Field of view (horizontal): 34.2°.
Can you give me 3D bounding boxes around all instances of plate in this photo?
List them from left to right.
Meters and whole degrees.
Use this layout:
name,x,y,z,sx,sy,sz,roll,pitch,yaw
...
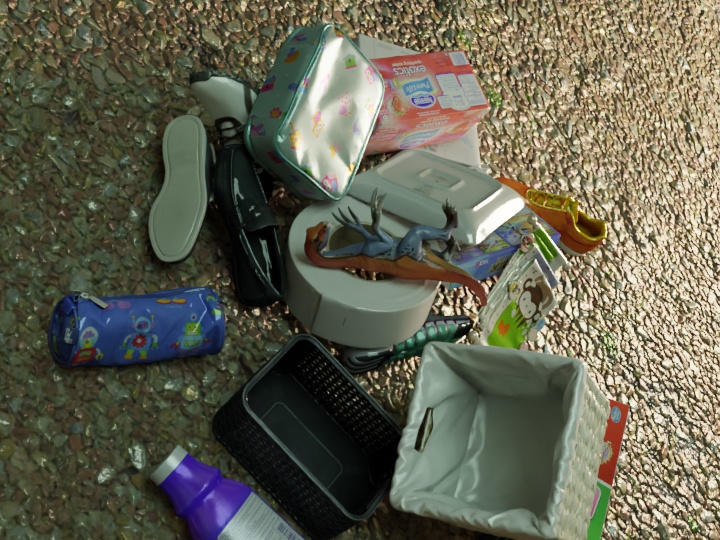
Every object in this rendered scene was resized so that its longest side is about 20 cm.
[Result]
name,x,y,z,sx,sy,sz,roll,pitch,yaw
plate,0.102,-0.109,1.550,0.198,0.033,0.200,25,28,19

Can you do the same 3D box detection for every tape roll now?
name,x,y,z,sx,sy,sz,roll,pitch,yaw
tape roll,0.000,0.000,1.460,0.201,0.071,0.203,10,45,-10

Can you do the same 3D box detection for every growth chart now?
name,x,y,z,sx,sy,sz,roll,pitch,yaw
growth chart,0.214,0.044,1.559,0.145,0.018,0.201,37,78,-43

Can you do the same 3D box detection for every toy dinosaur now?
name,x,y,z,sx,sy,sz,roll,pitch,yaw
toy dinosaur,0.032,-0.024,1.386,0.180,0.105,0.201,-23,66,-13

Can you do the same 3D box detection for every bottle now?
name,x,y,z,sx,sy,sz,roll,pitch,yaw
bottle,-0.141,0.273,1.267,0.200,0.065,0.084,43,50,-4

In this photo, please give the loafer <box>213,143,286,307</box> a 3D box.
name,x,y,z,sx,sy,sz,roll,pitch,yaw
loafer,-0.128,-0.057,1.419,0.068,0.070,0.202,-10,90,-49

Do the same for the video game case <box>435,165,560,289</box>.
name,x,y,z,sx,sy,sz,roll,pitch,yaw
video game case,0.140,-0.063,1.593,0.199,0.046,0.181,-15,45,-36

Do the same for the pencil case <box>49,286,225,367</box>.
name,x,y,z,sx,sy,sz,roll,pitch,yaw
pencil case,-0.247,0.060,1.308,0.199,0.087,0.078,-3,33,-34

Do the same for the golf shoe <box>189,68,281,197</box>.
name,x,y,z,sx,sy,sz,roll,pitch,yaw
golf shoe,-0.147,-0.170,1.465,0.200,0.077,0.095,42,56,-41

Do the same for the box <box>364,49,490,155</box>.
name,x,y,z,sx,sy,sz,roll,pitch,yaw
box,0.067,-0.232,1.627,0.199,0.095,0.103,-14,72,-35

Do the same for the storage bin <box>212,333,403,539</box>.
name,x,y,z,sx,sy,sz,roll,pitch,yaw
storage bin,-0.054,0.193,1.348,0.200,0.094,0.135,46,51,-1

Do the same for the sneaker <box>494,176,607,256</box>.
name,x,y,z,sx,sy,sz,roll,pitch,yaw
sneaker,0.276,-0.093,1.719,0.199,0.077,0.073,24,50,-20

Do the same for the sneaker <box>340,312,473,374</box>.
name,x,y,z,sx,sy,sz,roll,pitch,yaw
sneaker,0.055,0.065,1.501,0.199,0.074,0.088,-12,66,-35

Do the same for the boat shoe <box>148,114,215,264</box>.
name,x,y,z,sx,sy,sz,roll,pitch,yaw
boat shoe,-0.213,-0.092,1.428,0.073,0.060,0.202,-9,61,12

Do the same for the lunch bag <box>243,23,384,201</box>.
name,x,y,z,sx,sy,sz,roll,pitch,yaw
lunch bag,-0.054,-0.190,1.463,0.160,0.077,0.201,40,65,-45

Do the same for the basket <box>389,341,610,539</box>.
name,x,y,z,sx,sy,sz,roll,pitch,yaw
basket,0.163,0.203,1.332,0.161,0.198,0.200,42,58,-58

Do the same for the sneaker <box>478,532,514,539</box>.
name,x,y,z,sx,sy,sz,roll,pitch,yaw
sneaker,0.195,0.304,1.454,0.085,0.077,0.202,8,61,-32

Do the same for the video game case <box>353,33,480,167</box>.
name,x,y,z,sx,sy,sz,roll,pitch,yaw
video game case,0.083,-0.245,1.719,0.199,0.024,0.183,12,59,-26

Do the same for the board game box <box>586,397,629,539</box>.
name,x,y,z,sx,sy,sz,roll,pitch,yaw
board game box,0.278,0.281,1.466,0.040,0.154,0.201,19,52,5
